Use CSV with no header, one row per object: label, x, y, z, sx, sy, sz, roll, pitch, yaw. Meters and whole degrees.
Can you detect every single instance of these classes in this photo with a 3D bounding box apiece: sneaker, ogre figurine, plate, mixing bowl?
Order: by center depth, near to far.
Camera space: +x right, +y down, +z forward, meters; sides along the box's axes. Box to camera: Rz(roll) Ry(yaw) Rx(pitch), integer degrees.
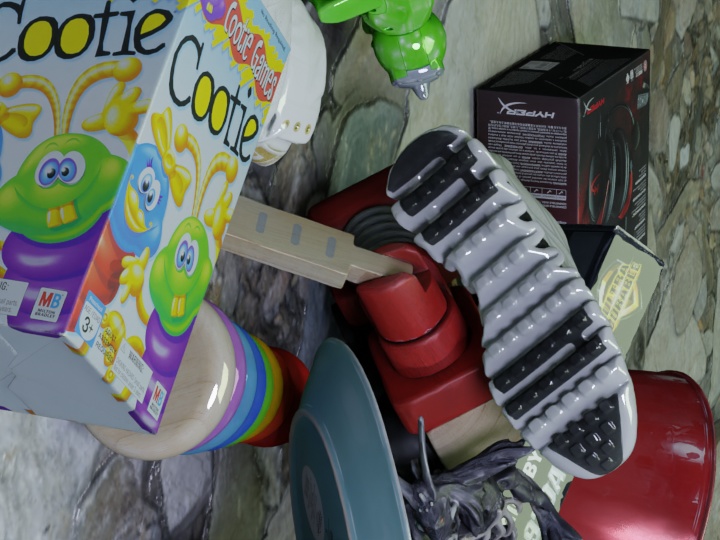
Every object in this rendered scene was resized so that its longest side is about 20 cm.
sneaker,-0.065,-0.068,1.344,0.116,0.074,0.200,54,47,-53
plate,-0.008,0.134,1.345,0.200,0.026,0.200,170,-90,-77
sneaker,0.092,0.014,1.396,0.081,0.075,0.200,6,54,-63
ogre figurine,0.008,-0.174,1.434,0.120,0.098,0.200,-110,-159,-53
mixing bowl,0.116,0.139,1.612,0.200,0.108,0.200,-53,-155,39

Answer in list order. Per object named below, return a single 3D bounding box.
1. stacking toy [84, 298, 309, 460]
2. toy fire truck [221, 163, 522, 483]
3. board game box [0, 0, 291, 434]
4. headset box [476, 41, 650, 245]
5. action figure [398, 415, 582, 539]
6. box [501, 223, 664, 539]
stacking toy,-0.070,0.057,1.367,0.200,0.085,0.086,18,80,-70
toy fire truck,0.000,0.000,1.456,0.200,0.129,0.176,61,5,-34
board game box,-0.120,-0.044,1.188,0.105,0.103,0.200,55,47,-57
headset box,0.137,-0.039,1.803,0.149,0.075,0.200,-34,127,-60
action figure,0.073,0.165,1.415,0.200,0.119,0.102,49,13,-37
box,0.076,0.069,1.560,0.046,0.159,0.200,34,73,-31
